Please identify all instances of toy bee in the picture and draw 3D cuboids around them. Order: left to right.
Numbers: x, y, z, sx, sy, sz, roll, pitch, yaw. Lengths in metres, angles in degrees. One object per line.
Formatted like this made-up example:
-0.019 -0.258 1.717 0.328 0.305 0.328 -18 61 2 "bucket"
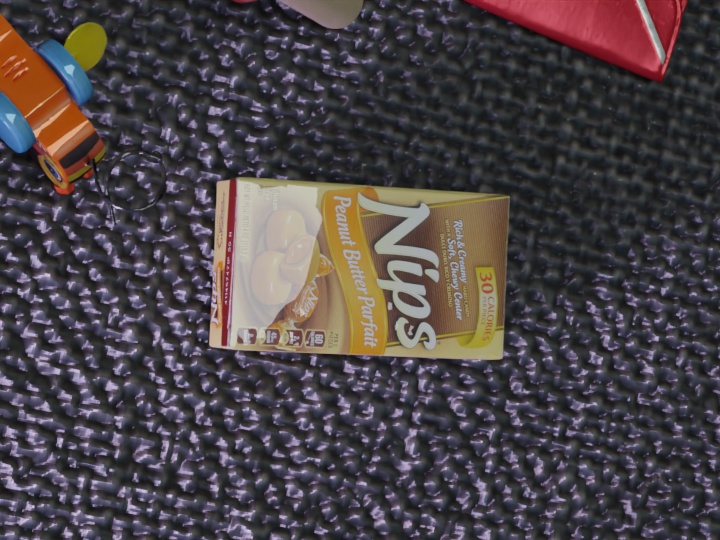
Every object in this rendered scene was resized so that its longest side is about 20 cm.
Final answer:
-0.211 -0.093 1.499 0.130 0.109 0.201 -20 72 -10 "toy bee"

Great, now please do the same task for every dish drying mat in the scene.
0.141 -0.205 1.650 0.199 0.018 0.077 21 85 -18 "dish drying mat"

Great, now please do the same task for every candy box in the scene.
0.000 0.000 1.583 0.199 0.055 0.116 3 89 -19 "candy box"

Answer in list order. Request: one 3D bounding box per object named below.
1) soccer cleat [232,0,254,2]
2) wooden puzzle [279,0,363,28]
-0.070 -0.279 1.539 0.076 0.067 0.201 -8 109 -51 "soccer cleat"
-0.027 -0.273 1.526 0.037 0.185 0.201 12 88 20 "wooden puzzle"
